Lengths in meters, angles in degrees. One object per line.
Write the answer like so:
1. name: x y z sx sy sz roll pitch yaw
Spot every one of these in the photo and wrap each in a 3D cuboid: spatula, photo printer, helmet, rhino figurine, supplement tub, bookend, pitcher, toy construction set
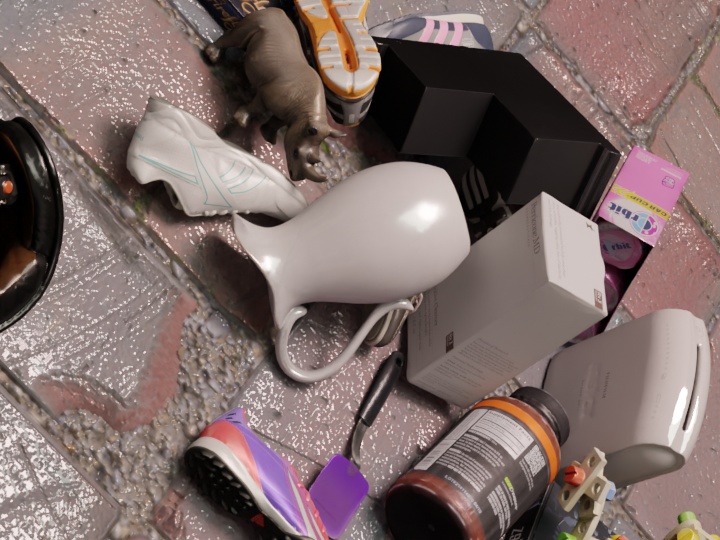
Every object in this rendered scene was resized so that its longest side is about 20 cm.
1. spatula: 0.001 0.152 1.393 0.057 0.020 0.201 48 47 -27
2. photo printer: 0.260 0.132 1.482 0.069 0.200 0.167 31 56 -23
3. helmet: -0.330 -0.047 1.117 0.199 0.190 0.202 -20 119 -40
4. rhino figurine: -0.072 -0.161 1.393 0.060 0.087 0.201 14 42 -50
5. supplement tub: 0.118 0.189 1.412 0.200 0.107 0.107 -37 95 -41
6. bookend: 0.116 -0.136 1.488 0.198 0.093 0.200 0 36 -34
7. pitcher: 0.000 0.000 1.365 0.199 0.121 0.173 -18 106 -5
8. toy construction set: 0.257 0.258 1.413 0.199 0.131 0.092 34 34 -15

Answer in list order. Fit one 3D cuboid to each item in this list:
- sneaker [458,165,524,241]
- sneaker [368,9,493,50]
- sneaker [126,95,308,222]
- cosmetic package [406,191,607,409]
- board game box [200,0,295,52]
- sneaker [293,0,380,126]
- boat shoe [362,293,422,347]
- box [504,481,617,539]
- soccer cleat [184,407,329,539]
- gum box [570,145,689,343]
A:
1. sneaker: 0.180 -0.019 1.570 0.115 0.075 0.202 1 70 -40
2. sneaker: 0.070 -0.221 1.572 0.199 0.070 0.083 -15 79 -38
3. sneaker: -0.132 -0.082 1.371 0.200 0.070 0.081 30 89 -37
4. cosmetic package: 0.134 0.031 1.416 0.081 0.200 0.113 26 42 -27
5. board game box: -0.137 -0.333 1.484 0.200 0.035 0.136 48 50 -11
6. sneaker: -0.025 -0.225 1.460 0.078 0.078 0.201 -3 52 -4
7. boat shoe: 0.049 -0.008 1.469 0.057 0.067 0.201 25 54 -21
8. box: 0.217 0.329 1.469 0.200 0.043 0.161 41 52 -16
9. soccer cleat: -0.064 0.206 1.295 0.200 0.068 0.073 48 46 -8
10. gum box: 0.257 -0.017 1.551 0.066 0.201 0.114 28 52 7
